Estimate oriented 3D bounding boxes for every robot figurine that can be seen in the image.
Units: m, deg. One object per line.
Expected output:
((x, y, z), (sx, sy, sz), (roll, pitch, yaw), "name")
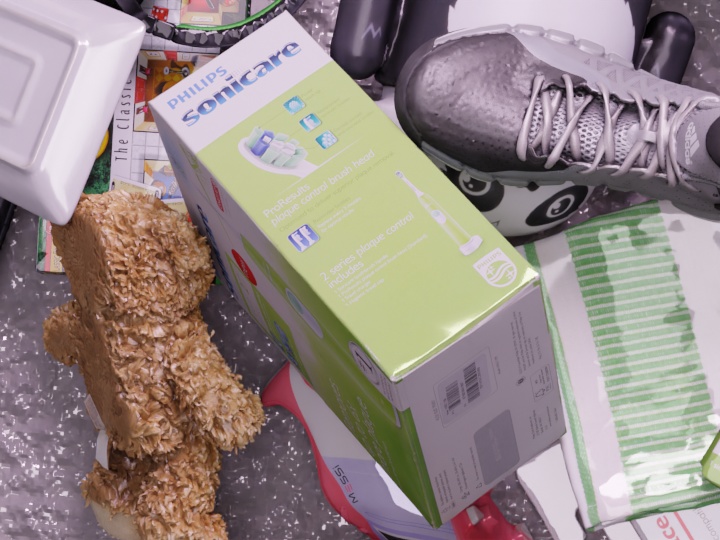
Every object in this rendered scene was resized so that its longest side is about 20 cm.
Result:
((0.076, -0.116, 1.213), (0.150, 0.125, 0.201), (17, 92, 19), "robot figurine")

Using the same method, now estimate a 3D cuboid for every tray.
((-0.200, -0.105, 1.250), (0.200, 0.022, 0.108), (25, 95, 35), "tray")

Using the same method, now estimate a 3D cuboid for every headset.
((-0.112, -0.190, 1.252), (0.199, 0.094, 0.124), (24, 92, -9), "headset")

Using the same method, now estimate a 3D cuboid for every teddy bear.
((-0.103, 0.054, 1.247), (0.067, 0.145, 0.201), (-16, 93, -33), "teddy bear")

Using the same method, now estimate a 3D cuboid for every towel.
((0.184, 0.031, 1.189), (0.199, 0.023, 0.153), (-16, 84, 8), "towel")

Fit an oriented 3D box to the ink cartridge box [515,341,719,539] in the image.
((0.186, 0.096, 1.234), (0.200, 0.067, 0.116), (-32, 87, 6), "ink cartridge box")

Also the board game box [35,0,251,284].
((-0.110, -0.095, 1.287), (0.104, 0.023, 0.201), (3, 91, 8), "board game box")

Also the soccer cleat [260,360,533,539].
((0.026, 0.121, 1.259), (0.076, 0.067, 0.200), (-32, 87, 22), "soccer cleat")

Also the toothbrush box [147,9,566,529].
((0.000, 0.000, 1.170), (0.086, 0.146, 0.200), (-34, 59, -12), "toothbrush box")

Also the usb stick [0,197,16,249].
((-0.220, 0.007, 1.294), (0.055, 0.033, 0.201), (21, 93, 14), "usb stick")

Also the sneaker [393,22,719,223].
((0.121, -0.067, 1.107), (0.199, 0.115, 0.075), (10, 91, -15), "sneaker")

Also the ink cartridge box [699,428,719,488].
((0.265, 0.043, 1.127), (0.147, 0.076, 0.200), (30, 91, 9), "ink cartridge box")
